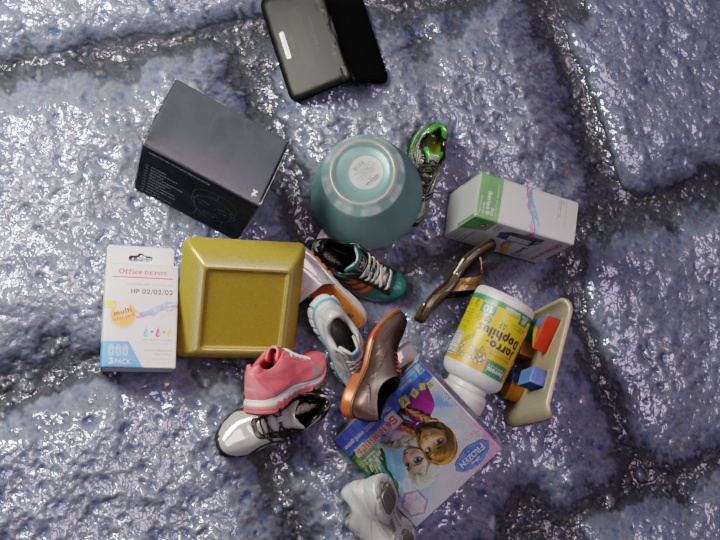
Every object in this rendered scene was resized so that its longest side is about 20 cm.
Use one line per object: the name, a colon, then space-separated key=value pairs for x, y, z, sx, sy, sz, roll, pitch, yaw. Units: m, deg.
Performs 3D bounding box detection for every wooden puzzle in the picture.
wooden puzzle: x=0.292 y=0.158 z=1.485 sx=0.045 sy=0.185 sz=0.204 roll=16 pitch=73 yaw=-9

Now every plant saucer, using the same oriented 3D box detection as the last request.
plant saucer: x=-0.187 y=0.055 z=1.371 sx=0.196 sy=0.048 sz=0.204 roll=2 pitch=109 yaw=-18

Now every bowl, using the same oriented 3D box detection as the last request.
bowl: x=0.006 y=-0.148 z=1.466 sx=0.196 sy=0.105 sz=0.205 roll=-1 pitch=75 yaw=5

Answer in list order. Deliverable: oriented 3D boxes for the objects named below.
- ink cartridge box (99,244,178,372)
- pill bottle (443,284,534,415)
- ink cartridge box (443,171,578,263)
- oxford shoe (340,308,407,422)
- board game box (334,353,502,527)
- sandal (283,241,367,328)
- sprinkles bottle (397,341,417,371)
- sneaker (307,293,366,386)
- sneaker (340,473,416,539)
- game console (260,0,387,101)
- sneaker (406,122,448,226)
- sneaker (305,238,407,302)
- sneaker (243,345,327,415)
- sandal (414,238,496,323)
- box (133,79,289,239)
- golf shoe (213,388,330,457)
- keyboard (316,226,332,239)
ink cartridge box: x=-0.345 y=0.054 z=1.359 sx=0.113 sy=0.068 sz=0.205 roll=3 pitch=77 yaw=-18
pill bottle: x=0.210 y=0.139 z=1.491 sx=0.111 sy=0.113 sz=0.203 roll=27 pitch=85 yaw=-10
ink cartridge box: x=0.268 y=-0.091 z=1.551 sx=0.196 sy=0.145 sz=0.089 roll=13 pitch=74 yaw=-15
oxford shoe: x=0.041 y=0.153 z=1.383 sx=0.071 sy=0.072 sz=0.202 roll=11 pitch=61 yaw=29
board game box: x=0.093 y=0.278 z=1.414 sx=0.200 sy=0.041 sz=0.200 roll=45 pitch=102 yaw=-1
sandal: x=-0.074 y=0.035 z=1.440 sx=0.206 sy=0.079 sz=0.060 roll=40 pitch=41 yaw=-8
sprinkles bottle: x=0.103 y=0.223 z=1.465 sx=0.068 sy=0.068 sz=0.203 roll=-29 pitch=92 yaw=-21
sneaker: x=-0.018 y=0.136 z=1.414 sx=0.074 sy=0.087 sz=0.202 roll=-36 pitch=115 yaw=-9
sneaker: x=0.026 y=0.418 z=1.406 sx=0.078 sy=0.098 sz=0.204 roll=-39 pitch=116 yaw=-55
game console: x=-0.065 y=-0.417 z=1.582 sx=0.173 sy=0.116 sz=0.204 roll=-20 pitch=83 yaw=10
sneaker: x=0.106 y=-0.176 z=1.549 sx=0.077 sy=0.085 sz=0.204 roll=17 pitch=74 yaw=-14
sneaker: x=0.000 y=0.000 z=1.476 sx=0.197 sy=0.080 sz=0.073 roll=21 pitch=75 yaw=-17
sneaker: x=-0.113 y=0.153 z=1.364 sx=0.199 sy=0.072 sz=0.089 roll=-29 pitch=116 yaw=-56
sandal: x=0.175 y=0.027 z=1.527 sx=0.054 sy=0.082 sz=0.200 roll=42 pitch=72 yaw=11
box: x=-0.241 y=-0.167 z=1.373 sx=0.197 sy=0.196 sz=0.126 roll=27 pitch=71 yaw=-11
golf shoe: x=-0.137 y=0.235 z=1.376 sx=0.197 sy=0.094 sz=0.079 roll=-24 pitch=87 yaw=-20
keyboard: x=-0.010 y=-0.122 z=1.539 sx=0.056 sy=0.011 sz=0.202 roll=32 pitch=71 yaw=-9
